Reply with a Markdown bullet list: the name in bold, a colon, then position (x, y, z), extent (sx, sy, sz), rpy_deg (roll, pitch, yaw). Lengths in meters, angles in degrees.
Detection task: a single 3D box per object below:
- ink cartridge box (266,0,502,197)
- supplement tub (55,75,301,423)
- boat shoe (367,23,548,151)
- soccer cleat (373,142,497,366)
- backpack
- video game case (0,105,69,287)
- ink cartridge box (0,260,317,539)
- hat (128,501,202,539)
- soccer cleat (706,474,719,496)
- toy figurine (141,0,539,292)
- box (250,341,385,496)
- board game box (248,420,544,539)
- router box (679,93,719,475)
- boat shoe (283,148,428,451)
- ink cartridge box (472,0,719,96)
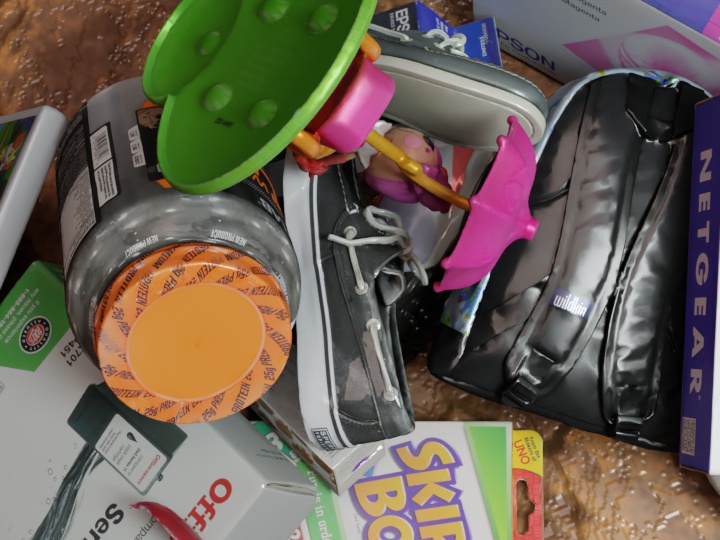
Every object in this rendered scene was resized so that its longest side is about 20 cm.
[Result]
- **ink cartridge box**: position (-0.009, -0.108, 0.887), extent (0.199, 0.039, 0.100), rpy_deg (-16, 53, 13)
- **supplement tub**: position (-0.101, -0.015, 0.764), extent (0.122, 0.123, 0.200), rpy_deg (-21, 35, -1)
- **boat shoe**: position (0.029, -0.121, 0.809), extent (0.200, 0.073, 0.062), rpy_deg (19, 69, 39)
- **soccer cleat**: position (0.029, -0.014, 0.873), extent (0.073, 0.068, 0.200), rpy_deg (26, 75, 35)
- **backpack**: position (0.138, -0.019, 0.813), extent (0.163, 0.154, 0.201), rpy_deg (15, 100, -4)
- **video game case**: position (-0.265, 0.000, 0.861), extent (0.182, 0.022, 0.200), rpy_deg (-3, 62, 48)
- **ink cartridge box**: position (-0.146, 0.114, 0.807), extent (0.200, 0.083, 0.147), rpy_deg (40, 94, 21)
- **hat**: position (-0.001, 0.217, 0.751), extent (0.165, 0.200, 0.176), rpy_deg (-20, 45, -16)
- **soccer cleat**: position (0.288, 0.084, 0.807), extent (0.200, 0.070, 0.087), rpy_deg (-24, 94, -7)
- **toy figurine**: position (0.003, -0.064, 0.725), extent (0.150, 0.184, 0.200), rpy_deg (-58, 33, -5)
- **box**: position (-0.065, 0.052, 0.849), extent (0.041, 0.039, 0.200), rpy_deg (-39, 61, -19)
- **board game box**: position (0.008, 0.138, 0.834), extent (0.199, 0.030, 0.096), rpy_deg (0, 70, 4)
- **router box**: position (0.266, 0.011, 0.747), extent (0.179, 0.049, 0.201), rpy_deg (4, 87, -6)
- **boat shoe**: position (-0.001, -0.001, 0.790), extent (0.068, 0.074, 0.200), rpy_deg (-11, 61, 15)
- **ink cartridge box**: position (0.153, -0.158, 0.833), extent (0.196, 0.200, 0.043), rpy_deg (33, 77, 17)
